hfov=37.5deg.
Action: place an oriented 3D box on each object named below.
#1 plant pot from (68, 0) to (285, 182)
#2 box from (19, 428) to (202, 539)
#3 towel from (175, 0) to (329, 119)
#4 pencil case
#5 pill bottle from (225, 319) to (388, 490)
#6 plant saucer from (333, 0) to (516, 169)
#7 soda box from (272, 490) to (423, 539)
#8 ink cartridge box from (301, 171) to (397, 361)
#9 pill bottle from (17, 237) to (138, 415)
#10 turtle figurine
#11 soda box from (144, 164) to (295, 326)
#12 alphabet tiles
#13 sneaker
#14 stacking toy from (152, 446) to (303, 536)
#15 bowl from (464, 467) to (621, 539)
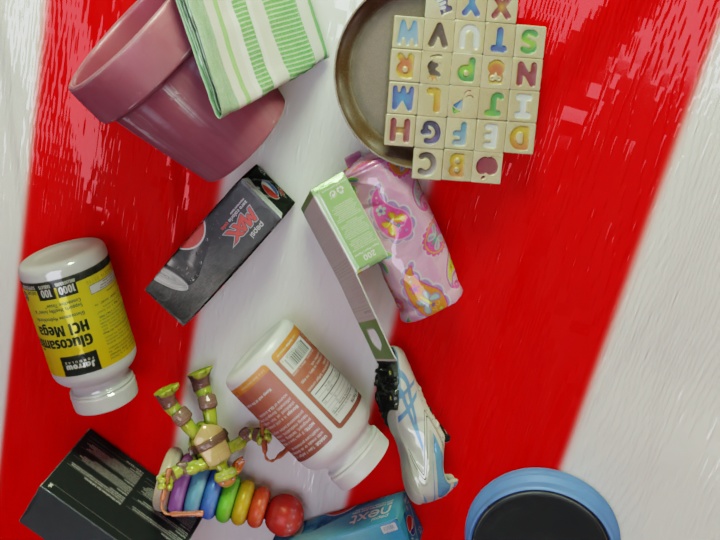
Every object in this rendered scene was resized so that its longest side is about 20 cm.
[{"bbox_3d":[-0.184,-0.204,1.146,0.199,0.201,0.179,-35,116,22],"label":"plant pot"},{"bbox_3d":[-0.324,0.326,1.400,0.199,0.141,0.079,36,114,-2],"label":"box"},{"bbox_3d":[-0.109,-0.262,1.095,0.023,0.200,0.155,-5,111,35],"label":"towel"},{"bbox_3d":[0.045,-0.044,1.207,0.086,0.088,0.203,-22,104,20],"label":"pencil case"},{"bbox_3d":[-0.061,0.168,1.293,0.112,0.112,0.200,-40,98,23],"label":"pill bottle"},{"bbox_3d":[0.068,-0.212,1.138,0.196,0.032,0.205,0,102,-2],"label":"plant saucer"},{"bbox_3d":[-0.022,0.356,1.381,0.197,0.068,0.065,-20,105,19],"label":"soda box"},{"bbox_3d":[0.000,0.000,1.175,0.047,0.145,0.202,-28,90,-9],"label":"ink cartridge box"},{"bbox_3d":[-0.345,0.071,1.321,0.110,0.113,0.204,-8,109,16],"label":"pill bottle"},{"bbox_3d":[-0.187,0.208,1.354,0.197,0.064,0.164,-25,94,-15],"label":"turtle figurine"},{"bbox_3d":[-0.169,-0.029,1.270,0.071,0.063,0.200,42,113,-5],"label":"soda box"},{"bbox_3d":[0.111,-0.196,1.126,0.163,0.006,0.204,3,103,-5],"label":"alphabet tiles"},{"bbox_3d":[0.068,0.185,1.303,0.071,0.072,0.204,-19,100,-21],"label":"sneaker"},{"bbox_3d":[-0.169,0.299,1.395,0.196,0.086,0.087,16,114,-2],"label":"stacking toy"},{"bbox_3d":[0.227,0.347,1.336,0.196,0.039,0.205,5,111,12],"label":"bowl"}]
